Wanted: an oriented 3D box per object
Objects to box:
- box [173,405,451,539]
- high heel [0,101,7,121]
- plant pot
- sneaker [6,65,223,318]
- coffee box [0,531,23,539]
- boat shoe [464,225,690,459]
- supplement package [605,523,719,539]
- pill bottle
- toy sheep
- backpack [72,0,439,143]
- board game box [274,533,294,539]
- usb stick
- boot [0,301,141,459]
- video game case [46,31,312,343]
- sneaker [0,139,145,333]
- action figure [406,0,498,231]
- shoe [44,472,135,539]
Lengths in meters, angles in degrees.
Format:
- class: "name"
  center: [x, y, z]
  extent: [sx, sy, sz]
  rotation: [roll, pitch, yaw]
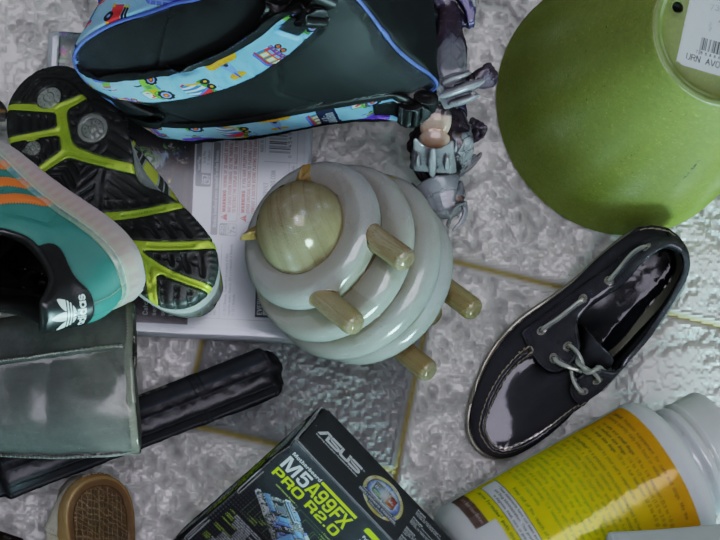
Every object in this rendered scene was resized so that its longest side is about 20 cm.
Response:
- class: "box"
  center: [-0.010, 0.206, 1.036]
  extent: [0.200, 0.044, 0.160]
  rotation: [46, 123, -1]
- class: "high heel"
  center: [-0.318, -0.165, 1.063]
  extent: [0.198, 0.071, 0.144]
  rotation: [8, 88, 1]
- class: "plant pot"
  center: [0.203, -0.130, 1.082]
  extent: [0.186, 0.200, 0.189]
  rotation: [1, 83, -10]
- class: "sneaker"
  center: [-0.160, -0.044, 1.059]
  extent: [0.075, 0.076, 0.200]
  rotation: [-34, 72, -8]
- class: "coffee box"
  center: [-0.276, 0.247, 1.003]
  extent: [0.079, 0.113, 0.201]
  rotation: [20, 80, -7]
- class: "boat shoe"
  center: [0.146, 0.048, 1.112]
  extent: [0.073, 0.063, 0.200]
  rotation: [44, 89, -6]
- class: "supplement package"
  center: [0.206, 0.265, 1.025]
  extent: [0.116, 0.201, 0.118]
  rotation: [-4, 40, -10]
- class: "pill bottle"
  center: [0.155, 0.160, 1.086]
  extent: [0.199, 0.109, 0.110]
  rotation: [-28, 88, -11]
- class: "toy sheep"
  center: [0.000, 0.000, 1.054]
  extent: [0.137, 0.200, 0.139]
  rotation: [-14, 59, 25]
- class: "backpack"
  center: [-0.069, -0.158, 1.011]
  extent: [0.199, 0.182, 0.136]
  rotation: [-11, 67, 24]
- class: "board game box"
  center: [-0.071, 0.279, 1.021]
  extent: [0.150, 0.037, 0.201]
  rotation: [-21, 106, 8]
- class: "usb stick"
  center: [-0.144, 0.097, 1.072]
  extent: [0.199, 0.055, 0.033]
  rotation: [-21, 103, -11]
- class: "boot"
  center: [-0.240, 0.040, 1.033]
  extent: [0.198, 0.073, 0.183]
  rotation: [-11, 80, 3]
- class: "video game case"
  center: [-0.123, -0.055, 1.110]
  extent: [0.180, 0.023, 0.202]
  rotation: [3, 84, -9]
- class: "sneaker"
  center: [-0.226, -0.025, 1.001]
  extent: [0.199, 0.072, 0.080]
  rotation: [27, 37, 29]
- class: "action figure"
  center: [0.059, -0.122, 1.100]
  extent: [0.069, 0.130, 0.202]
  rotation: [1, 72, -7]
- class: "shoe"
  center: [-0.174, 0.229, 1.058]
  extent: [0.070, 0.053, 0.202]
  rotation: [2, 86, -38]
